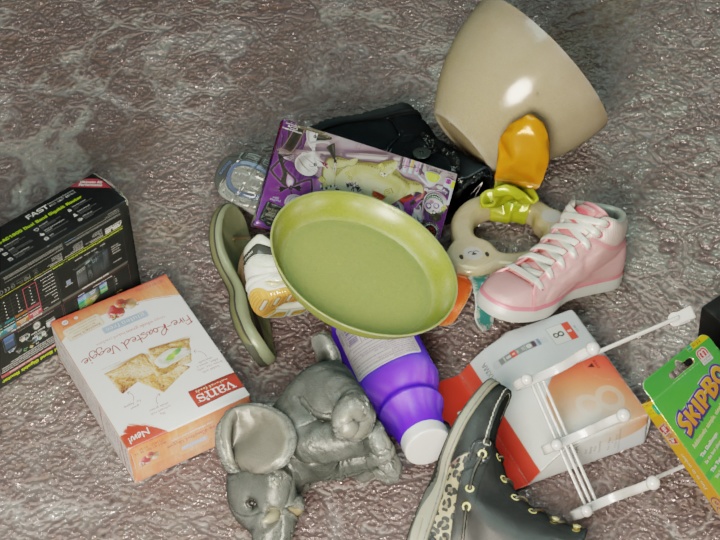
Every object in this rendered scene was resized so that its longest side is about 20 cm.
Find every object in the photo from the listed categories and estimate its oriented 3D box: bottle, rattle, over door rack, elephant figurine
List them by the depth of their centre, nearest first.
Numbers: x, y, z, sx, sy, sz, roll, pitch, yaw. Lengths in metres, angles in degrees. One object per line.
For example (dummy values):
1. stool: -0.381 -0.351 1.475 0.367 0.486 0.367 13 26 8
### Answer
1. elephant figurine: -0.074 0.181 1.558 0.200 0.142 0.155 -29 19 -4
2. over door rack: 0.262 0.130 1.563 0.200 0.067 0.148 -21 82 -14
3. bottle: 0.035 0.107 1.648 0.083 0.065 0.200 -27 43 0
4. rattle: 0.146 -0.046 1.762 0.130 0.143 0.200 40 50 12

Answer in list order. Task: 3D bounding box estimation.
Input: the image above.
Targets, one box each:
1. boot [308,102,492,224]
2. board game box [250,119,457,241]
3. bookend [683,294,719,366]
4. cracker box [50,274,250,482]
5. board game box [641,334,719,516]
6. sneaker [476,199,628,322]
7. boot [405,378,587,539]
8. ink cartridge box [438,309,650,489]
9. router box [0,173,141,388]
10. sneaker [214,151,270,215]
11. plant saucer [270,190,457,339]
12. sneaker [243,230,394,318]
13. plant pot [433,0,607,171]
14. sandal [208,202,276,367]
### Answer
1. boot: 0.029 -0.109 1.867 0.200 0.077 0.168 -21 44 -26
2. board game box: -0.006 -0.076 1.779 0.199 0.032 0.120 16 89 -11
3. bookend: 0.416 0.060 1.593 0.092 0.199 0.200 -30 50 -22
4. cracker box: -0.212 0.105 1.678 0.134 0.058 0.200 -24 49 -20
5. board game box: 0.343 0.165 1.540 0.095 0.030 0.200 -34 90 -27
6. sneaker: 0.202 -0.018 1.714 0.200 0.105 0.075 -16 38 -37
7. boot: 0.142 0.211 1.533 0.153 0.074 0.204 18 65 17
8. ink cartridge box: 0.160 0.131 1.642 0.199 0.050 0.162 -16 46 -17
9. router box: -0.325 0.011 1.712 0.200 0.150 0.062 -33 52 -28
10. sneaker: -0.064 -0.071 1.833 0.200 0.087 0.075 27 83 3
11. plant saucer: 0.000 0.000 1.666 0.199 0.031 0.200 15 41 -13
12. sneaker: -0.029 -0.005 1.722 0.200 0.076 0.088 1 60 -34
13. plant pot: 0.163 -0.191 1.885 0.134 0.200 0.200 -44 54 -4
14. sandal: -0.109 0.012 1.748 0.057 0.080 0.201 -28 54 13
